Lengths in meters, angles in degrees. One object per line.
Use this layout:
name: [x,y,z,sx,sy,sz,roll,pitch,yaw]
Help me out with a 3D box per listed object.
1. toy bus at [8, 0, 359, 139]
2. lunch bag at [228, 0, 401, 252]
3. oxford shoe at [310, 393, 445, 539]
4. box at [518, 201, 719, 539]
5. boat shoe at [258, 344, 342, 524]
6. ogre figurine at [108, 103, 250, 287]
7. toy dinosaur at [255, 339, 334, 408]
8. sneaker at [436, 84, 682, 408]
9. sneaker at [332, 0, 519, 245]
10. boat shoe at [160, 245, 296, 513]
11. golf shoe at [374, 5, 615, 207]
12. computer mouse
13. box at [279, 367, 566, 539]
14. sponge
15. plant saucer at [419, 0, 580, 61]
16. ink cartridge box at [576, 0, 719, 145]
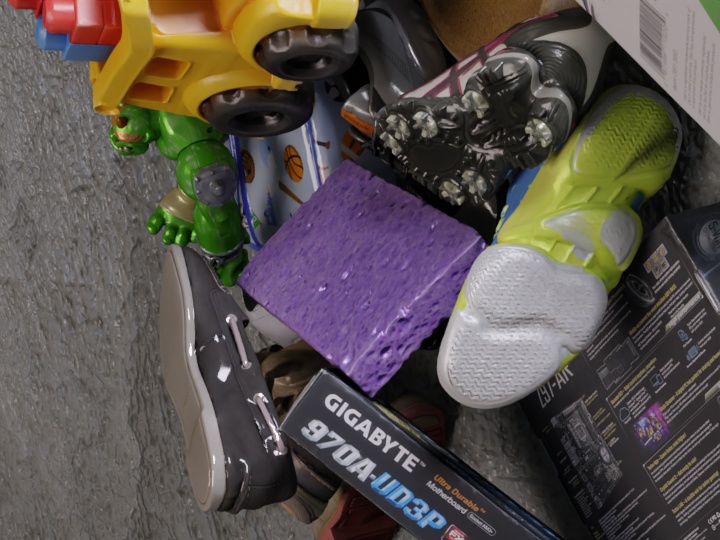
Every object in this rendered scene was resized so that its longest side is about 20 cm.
toy bus: [-0.109,-0.171,1.167,0.200,0.191,0.136,141,129,-63]
lunch bag: [-0.044,-0.100,1.349,0.160,0.075,0.201,10,109,59]
oxford shoe: [0.000,0.136,1.374,0.075,0.070,0.200,65,146,28]
box: [0.177,0.083,1.091,0.161,0.043,0.200,63,146,22]
boat shoe: [-0.036,0.102,1.358,0.073,0.074,0.200,-44,25,11]
ogre figurine: [-0.122,-0.099,1.328,0.120,0.098,0.201,106,162,-71]
toy dinosaur: [-0.066,0.073,1.317,0.200,0.101,0.058,-4,122,43]
sneaker: [0.105,-0.011,1.080,0.076,0.200,0.105,37,174,-8]
sneaker: [0.036,-0.080,1.220,0.200,0.079,0.074,58,145,19]
boat shoe: [-0.087,0.068,1.228,0.067,0.057,0.200,114,150,-44]
golf shoe: [0.080,-0.094,1.102,0.077,0.088,0.200,49,156,-12]
computer mouse: [-0.028,0.031,1.362,0.200,0.109,0.044,-10,62,65]
box: [0.048,0.135,1.157,0.200,0.046,0.159,38,180,5]
sponge: [0.000,0.000,1.185,0.030,0.112,0.200,46,175,-28]
plant saucer: [0.081,-0.194,1.146,0.200,0.035,0.201,28,124,51]
ink cartridge box: [0.155,-0.179,0.948,0.200,0.084,0.146,53,162,34]
